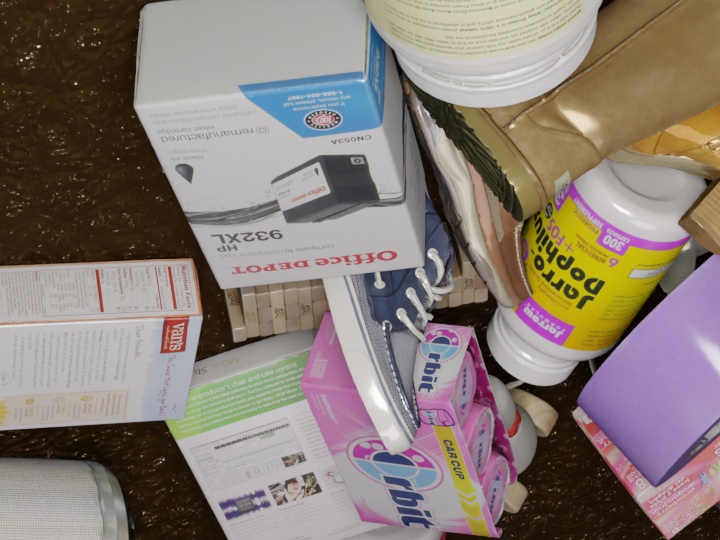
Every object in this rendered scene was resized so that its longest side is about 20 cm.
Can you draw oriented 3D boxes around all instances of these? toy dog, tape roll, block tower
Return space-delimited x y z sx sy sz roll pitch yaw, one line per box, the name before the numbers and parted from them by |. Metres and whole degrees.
toy dog | 0.094 0.117 1.481 0.096 0.132 0.201 19 145 21
tape roll | 0.256 0.058 1.318 0.200 0.085 0.200 -41 166 -12
block tower | 0.000 0.000 1.321 0.198 0.054 0.058 -10 144 -6

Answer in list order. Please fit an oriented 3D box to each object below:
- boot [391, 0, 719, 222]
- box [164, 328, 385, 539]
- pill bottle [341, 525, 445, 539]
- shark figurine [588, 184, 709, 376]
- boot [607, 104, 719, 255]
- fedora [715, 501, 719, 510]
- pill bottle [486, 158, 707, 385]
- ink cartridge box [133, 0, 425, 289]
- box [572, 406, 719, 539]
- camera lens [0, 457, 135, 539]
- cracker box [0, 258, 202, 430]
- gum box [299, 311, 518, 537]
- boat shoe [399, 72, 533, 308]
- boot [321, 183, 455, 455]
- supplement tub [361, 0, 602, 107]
boot | 0.135 -0.143 1.138 0.199 0.176 0.066 -33 169 -11
box | -0.062 0.142 1.459 0.143 0.036 0.201 -18 127 6
pill bottle | 0.020 0.251 1.617 0.111 0.113 0.201 -10 145 -5
shark figurine | 0.218 0.006 1.376 0.128 0.090 0.214 21 130 -37
boot | 0.219 -0.124 1.209 0.144 0.201 0.071 -47 -175 -9
fedora | 0.390 0.150 1.621 0.175 0.091 0.200 -6 150 -8
pill bottle | 0.162 -0.006 1.316 0.103 0.105 0.201 4 138 -23
ink cartridge box | -0.045 -0.080 1.152 0.144 0.084 0.200 -6 146 9
box | 0.287 0.107 1.475 0.200 0.103 0.095 -39 141 2
camera lens | -0.286 0.228 1.442 0.198 0.161 0.160 5 141 -24
cracker box | -0.220 0.055 1.320 0.198 0.058 0.134 -2 143 -15
gum box | 0.040 0.119 1.342 0.113 0.066 0.201 6 144 21
boat shoe | 0.089 -0.059 1.226 0.071 0.076 0.201 -24 128 -2
boot | 0.027 0.018 1.231 0.090 0.201 0.073 -20 156 5
supplement tub | 0.061 -0.198 0.994 0.144 0.146 0.201 -15 145 2
